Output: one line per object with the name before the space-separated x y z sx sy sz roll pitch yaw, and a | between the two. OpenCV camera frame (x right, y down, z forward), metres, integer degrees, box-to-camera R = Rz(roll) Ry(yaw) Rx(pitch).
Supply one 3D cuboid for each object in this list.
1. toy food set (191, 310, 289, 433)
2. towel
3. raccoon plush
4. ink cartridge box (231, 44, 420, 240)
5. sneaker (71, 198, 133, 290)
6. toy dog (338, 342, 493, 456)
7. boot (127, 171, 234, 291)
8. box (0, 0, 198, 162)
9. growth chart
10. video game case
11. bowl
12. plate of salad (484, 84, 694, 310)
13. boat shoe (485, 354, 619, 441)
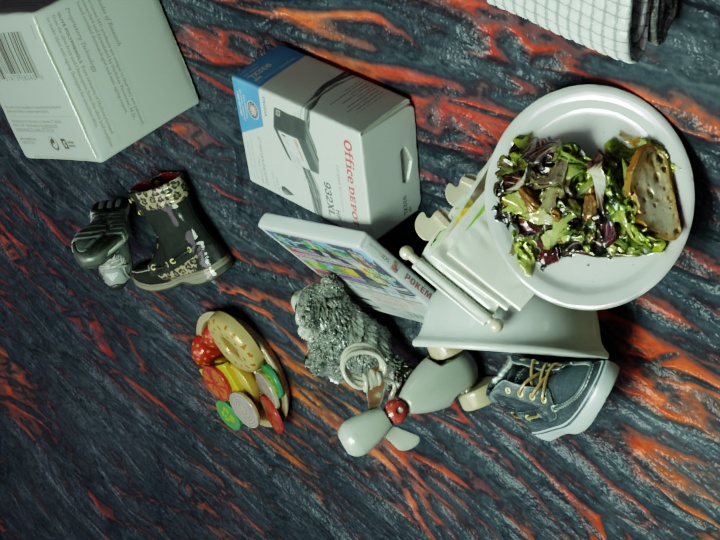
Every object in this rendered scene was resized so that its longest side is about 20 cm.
toy food set | -0.173 0.148 2.058 0.199 0.048 0.199 -17 106 57
towel | 0.181 -0.286 1.155 0.165 0.085 0.202 33 144 32
raccoon plush | 0.009 0.072 1.691 0.197 0.098 0.134 11 155 6
ink cartridge box | -0.037 -0.141 1.574 0.199 0.083 0.146 28 140 35
sneaker | -0.353 -0.016 2.028 0.074 0.201 0.117 -3 114 4
toy dog | 0.058 0.139 1.644 0.096 0.197 0.134 168 94 -73
boot | -0.271 -0.053 1.975 0.199 0.073 0.152 -3 118 50
box | -0.347 -0.260 1.788 0.198 0.171 0.202 7 127 50
growth chart | 0.144 -0.044 1.352 0.145 0.200 0.018 48 -178 18
video game case | 0.000 0.000 1.628 0.182 0.023 0.199 39 165 -35
bowl | 0.151 0.037 1.436 0.200 0.199 0.092 -1 85 53
plate of salad | 0.199 -0.065 1.286 0.198 0.048 0.203 2 95 27
boat shoe | 0.193 0.123 1.490 0.090 0.071 0.200 31 158 -2
